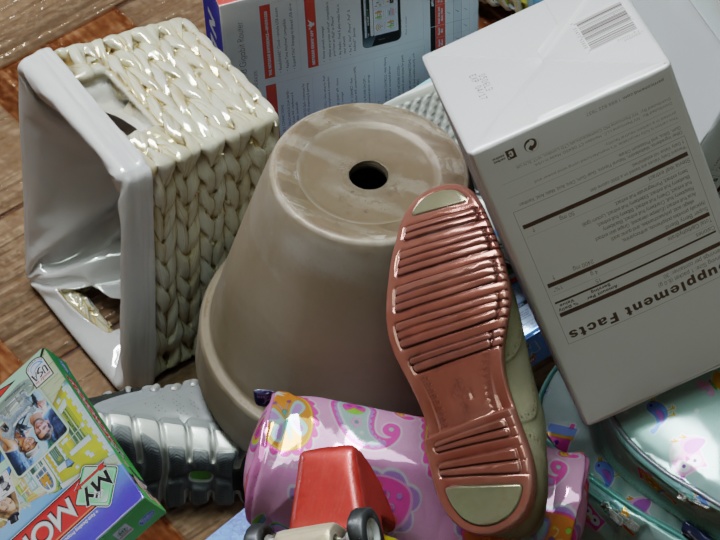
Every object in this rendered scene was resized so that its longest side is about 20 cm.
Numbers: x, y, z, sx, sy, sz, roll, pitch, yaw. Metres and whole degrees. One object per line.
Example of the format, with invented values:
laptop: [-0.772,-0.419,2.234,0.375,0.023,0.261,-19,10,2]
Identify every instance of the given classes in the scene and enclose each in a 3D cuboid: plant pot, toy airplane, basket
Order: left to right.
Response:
basket: [-0.135,-0.046,1.581,0.123,0.201,0.136,-24,52,-27]
plant pot: [0.000,0.000,1.471,0.199,0.174,0.201,2,46,-2]
toy airplane: [0.008,0.220,1.329,0.200,0.200,0.141,36,13,17]

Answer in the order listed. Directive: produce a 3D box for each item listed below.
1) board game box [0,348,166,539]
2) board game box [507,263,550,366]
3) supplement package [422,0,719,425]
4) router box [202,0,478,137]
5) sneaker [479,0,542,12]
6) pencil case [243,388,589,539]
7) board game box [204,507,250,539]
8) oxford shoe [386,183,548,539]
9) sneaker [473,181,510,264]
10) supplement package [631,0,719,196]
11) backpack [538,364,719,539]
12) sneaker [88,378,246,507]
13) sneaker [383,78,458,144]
board game box: [-0.225,0.159,1.450,0.200,0.029,0.135,-42,54,3]
board game box: [0.053,-0.007,1.622,0.151,0.037,0.200,-30,54,-5]
supplement package: [0.133,-0.040,1.377,0.119,0.201,0.121,-24,34,2]
router box: [-0.011,-0.141,1.655,0.179,0.201,0.049,-15,49,-11]
sneaker: [0.091,-0.213,1.801,0.130,0.080,0.200,-13,40,-12]
pencil case: [0.030,0.125,1.401,0.199,0.088,0.088,10,49,3]
board game box: [-0.051,0.245,1.416,0.199,0.043,0.200,36,58,29]
oxford shoe: [0.062,0.053,1.350,0.070,0.074,0.201,-13,72,19]
sneaker: [0.100,-0.026,1.556,0.199,0.073,0.072,9,23,39]
supplement package: [0.247,-0.120,1.617,0.199,0.147,0.192,5,40,-34]
backpack: [0.202,0.103,1.469,0.199,0.154,0.176,25,58,31]
sneaker: [-0.116,0.089,1.548,0.199,0.075,0.116,7,43,-6]
sneaker: [0.096,-0.115,1.593,0.199,0.074,0.082,-13,13,27]
